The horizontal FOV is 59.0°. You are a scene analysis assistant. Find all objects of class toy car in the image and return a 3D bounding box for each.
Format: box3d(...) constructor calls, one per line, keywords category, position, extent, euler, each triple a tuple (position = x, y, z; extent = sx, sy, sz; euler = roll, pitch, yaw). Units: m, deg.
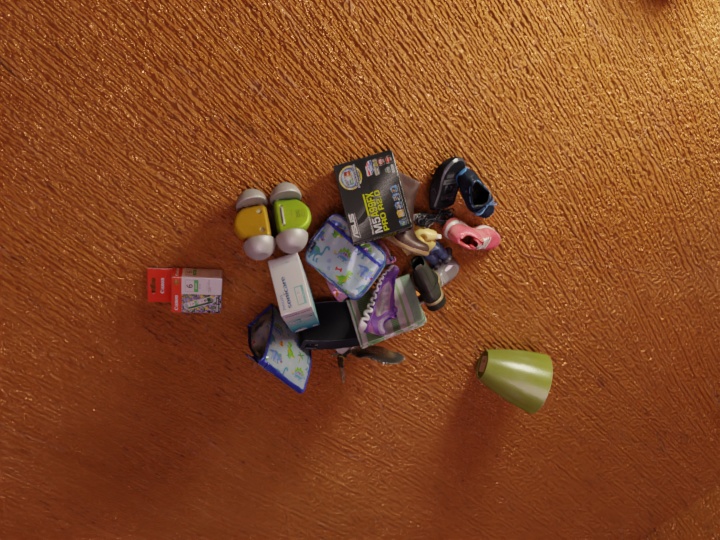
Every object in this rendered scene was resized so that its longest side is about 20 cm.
box3d(category="toy car", position=(-0.218, -0.109, 1.599), extent=(0.193, 0.180, 0.151), euler=(-11, 157, -6))

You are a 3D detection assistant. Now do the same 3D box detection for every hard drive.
box3d(category="hard drive", position=(-0.077, 0.148, 1.779), extent=(0.193, 0.139, 0.043), euler=(-2, 154, -13))

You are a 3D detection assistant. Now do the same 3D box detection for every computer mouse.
box3d(category="computer mouse", position=(0.212, -0.214, 1.672), extent=(0.135, 0.053, 0.205), euler=(-8, 130, -38))

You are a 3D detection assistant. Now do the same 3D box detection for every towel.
box3d(category="towel", position=(0.070, 0.112, 1.756), extent=(0.194, 0.156, 0.023), euler=(-21, 157, 2))

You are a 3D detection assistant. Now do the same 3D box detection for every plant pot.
box3d(category="plant pot", position=(0.470, 0.325, 1.996), extent=(0.194, 0.189, 0.192), euler=(19, 116, -5))

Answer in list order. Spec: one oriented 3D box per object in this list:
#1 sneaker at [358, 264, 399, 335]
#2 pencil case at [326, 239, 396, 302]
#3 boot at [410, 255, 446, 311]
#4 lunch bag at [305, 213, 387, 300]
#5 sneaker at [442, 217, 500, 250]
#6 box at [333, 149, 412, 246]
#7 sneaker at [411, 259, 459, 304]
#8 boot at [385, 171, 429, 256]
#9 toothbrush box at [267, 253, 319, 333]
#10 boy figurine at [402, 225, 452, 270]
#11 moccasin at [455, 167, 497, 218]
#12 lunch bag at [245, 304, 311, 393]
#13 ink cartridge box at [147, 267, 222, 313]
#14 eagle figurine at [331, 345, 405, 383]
box3d(category="sneaker", position=(0.068, 0.087, 1.715), extent=(0.086, 0.081, 0.205), euler=(22, 82, 11))
box3d(category="pencil case", position=(0.000, 0.000, 1.738), extent=(0.197, 0.088, 0.088), euler=(-36, 122, 7))
box3d(category="boot", position=(0.163, -0.003, 1.685), extent=(0.076, 0.201, 0.140), euler=(-29, 118, 1))
box3d(category="lunch bag", position=(-0.035, -0.040, 1.657), extent=(0.199, 0.082, 0.162), euler=(41, 96, 3))
box3d(category="sneaker", position=(0.316, -0.080, 1.750), extent=(0.195, 0.087, 0.075), euler=(10, 120, -30))
box3d(category="box", position=(0.030, -0.181, 1.593), extent=(0.155, 0.044, 0.207), euler=(-14, 83, -2))
box3d(category="sneaker", position=(0.199, 0.042, 1.810), extent=(0.197, 0.081, 0.077), euler=(-33, 120, 6))
box3d(category="boot", position=(0.118, -0.148, 1.633), extent=(0.196, 0.072, 0.170), euler=(28, 96, 5))
box3d(category="toothbrush box", position=(-0.170, 0.061, 1.647), extent=(0.083, 0.151, 0.201), euler=(-16, 162, -2))
box3d(category="boy figurine", position=(0.158, -0.080, 1.738), extent=(0.198, 0.066, 0.123), euler=(36, 135, -24))
box3d(category="moccasin", position=(0.308, -0.188, 1.679), extent=(0.081, 0.069, 0.199), euler=(-46, 139, 8))
box3d(category="lunch bag", position=(-0.222, 0.228, 1.755), extent=(0.127, 0.202, 0.169), euler=(-41, 121, 14))
box3d(category="ink cartridge box", position=(-0.466, 0.053, 1.686), extent=(0.193, 0.051, 0.112), euler=(2, 120, -14))
box3d(category="eagle figurine", position=(0.015, 0.210, 1.845), extent=(0.194, 0.152, 0.156), euler=(-19, 109, 12))
